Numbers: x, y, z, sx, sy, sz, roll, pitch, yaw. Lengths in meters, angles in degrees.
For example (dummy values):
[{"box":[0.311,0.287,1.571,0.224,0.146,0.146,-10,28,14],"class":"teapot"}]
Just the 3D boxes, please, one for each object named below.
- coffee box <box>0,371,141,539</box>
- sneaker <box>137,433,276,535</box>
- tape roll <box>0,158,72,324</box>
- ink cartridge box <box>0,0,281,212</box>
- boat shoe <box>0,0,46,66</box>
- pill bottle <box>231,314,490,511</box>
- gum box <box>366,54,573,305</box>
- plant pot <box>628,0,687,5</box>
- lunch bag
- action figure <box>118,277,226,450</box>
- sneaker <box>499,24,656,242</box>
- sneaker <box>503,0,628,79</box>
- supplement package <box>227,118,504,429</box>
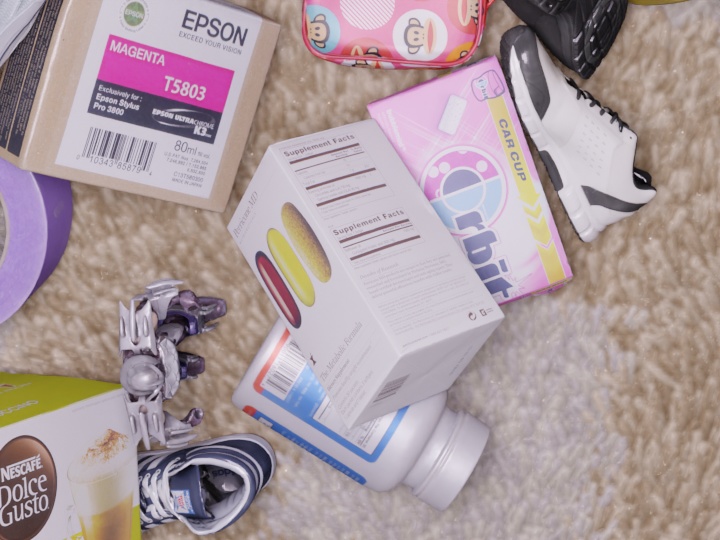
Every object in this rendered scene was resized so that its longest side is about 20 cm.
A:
[{"box":[-0.311,0.195,1.247,0.198,0.199,0.201,3,99,28],"class":"coffee box"},{"box":[-0.171,0.191,1.316,0.198,0.109,0.071,-18,96,5],"class":"sneaker"},{"box":[-0.344,-0.048,1.292,0.197,0.085,0.203,1,106,5],"class":"tape roll"},{"box":[-0.177,-0.147,1.236,0.198,0.075,0.167,10,102,-42],"class":"ink cartridge box"},{"box":[-0.276,-0.198,1.155,0.073,0.067,0.201,35,103,-11],"class":"boat shoe"},{"box":[0.003,0.113,1.298,0.199,0.112,0.113,32,98,-2],"class":"pill bottle"},{"box":[0.092,-0.063,1.293,0.112,0.066,0.202,-19,96,6],"class":"gum box"},{"box":[0.225,-0.317,1.168,0.198,0.176,0.202,24,98,-26],"class":"plant pot"},{"box":[0.040,-0.263,1.263,0.174,0.082,0.203,4,97,1],"class":"lunch bag"},{"box":[-0.154,0.068,1.253,0.068,0.200,0.132,6,98,1],"class":"action figure"},{"box":[0.173,-0.119,1.257,0.079,0.074,0.201,-24,123,15],"class":"sneaker"},{"box":[0.147,-0.221,1.227,0.090,0.200,0.076,31,84,32],"class":"sneaker"},{"box":[0.000,0.000,1.229,0.109,0.114,0.201,-18,64,-35],"class":"supplement package"}]
